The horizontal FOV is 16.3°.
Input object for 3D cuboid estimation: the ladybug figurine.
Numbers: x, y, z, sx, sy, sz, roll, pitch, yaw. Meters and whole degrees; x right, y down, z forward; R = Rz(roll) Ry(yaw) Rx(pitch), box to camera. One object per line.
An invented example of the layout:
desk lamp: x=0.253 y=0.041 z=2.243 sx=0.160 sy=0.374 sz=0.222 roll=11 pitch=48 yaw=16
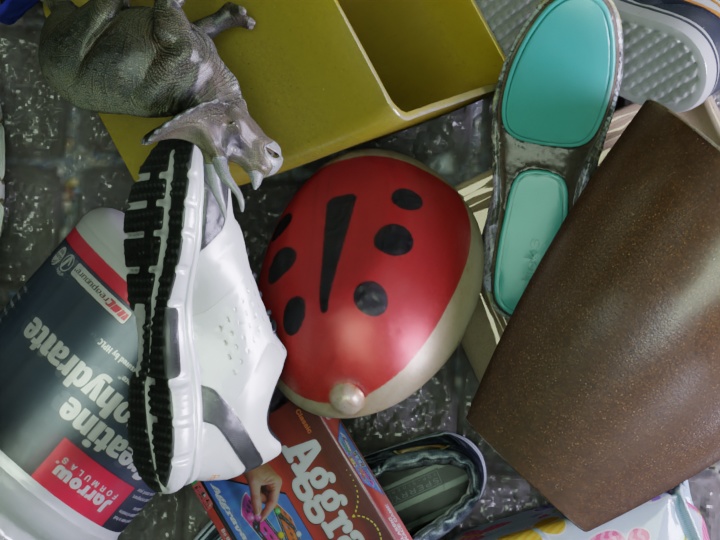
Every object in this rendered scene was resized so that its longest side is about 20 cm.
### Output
ladybug figurine: x=0.000 y=0.000 z=1.433 sx=0.136 sy=0.200 sz=0.072 roll=-14 pitch=130 yaw=16

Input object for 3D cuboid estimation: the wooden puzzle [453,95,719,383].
wooden puzzle: x=0.153 y=0.006 z=1.511 sx=0.200 sy=0.037 sz=0.185 roll=-25 pitch=88 yaw=7

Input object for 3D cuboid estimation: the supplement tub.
supplement tub: x=-0.164 y=0.076 z=1.470 sx=0.140 sy=0.140 sz=0.200 roll=41 pitch=91 yaw=2

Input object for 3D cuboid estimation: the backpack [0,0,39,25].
backpack: x=-0.185 y=-0.265 z=1.458 sx=0.200 sy=0.168 sz=0.163 roll=-41 pitch=93 yaw=6

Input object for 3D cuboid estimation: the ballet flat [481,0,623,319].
ballet flat: x=0.108 y=-0.071 z=1.458 sx=0.072 sy=0.072 sz=0.200 roll=11 pitch=104 yaw=3

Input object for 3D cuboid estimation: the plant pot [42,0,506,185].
plant pot: x=-0.059 y=-0.143 z=1.442 sx=0.176 sy=0.200 sz=0.200 roll=-30 pitch=88 yaw=24

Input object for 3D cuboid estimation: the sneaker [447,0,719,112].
sneaker: x=0.137 y=-0.155 z=1.495 sx=0.200 sy=0.079 sz=0.078 roll=30 pitch=126 yaw=24

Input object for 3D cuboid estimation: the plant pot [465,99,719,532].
plant pot: x=0.159 y=0.041 z=1.392 sx=0.187 sy=0.187 sz=0.200 roll=43 pitch=93 yaw=2

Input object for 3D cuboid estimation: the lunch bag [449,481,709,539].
lunch bag: x=0.144 y=0.235 z=1.462 sx=0.169 sy=0.127 sz=0.200 roll=-17 pitch=92 yaw=8

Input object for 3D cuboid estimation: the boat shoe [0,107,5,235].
boat shoe: x=-0.244 y=-0.021 z=1.504 sx=0.071 sy=0.069 sz=0.200 roll=9 pitch=80 yaw=16

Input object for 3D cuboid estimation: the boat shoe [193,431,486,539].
boat shoe: x=-0.020 y=0.150 z=1.487 sx=0.200 sy=0.091 sz=0.071 roll=-26 pitch=88 yaw=2

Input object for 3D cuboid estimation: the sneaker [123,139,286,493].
sneaker: x=-0.083 y=0.020 z=1.376 sx=0.080 sy=0.074 sz=0.200 roll=-2 pitch=97 yaw=-28

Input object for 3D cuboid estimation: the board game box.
board game box: x=-0.012 y=0.177 z=1.441 sx=0.103 sy=0.019 sz=0.200 roll=-37 pitch=79 yaw=27

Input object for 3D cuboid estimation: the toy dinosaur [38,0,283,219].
toy dinosaur: x=-0.124 y=-0.118 z=1.322 sx=0.200 sy=0.077 sz=0.102 roll=25 pitch=73 yaw=22
